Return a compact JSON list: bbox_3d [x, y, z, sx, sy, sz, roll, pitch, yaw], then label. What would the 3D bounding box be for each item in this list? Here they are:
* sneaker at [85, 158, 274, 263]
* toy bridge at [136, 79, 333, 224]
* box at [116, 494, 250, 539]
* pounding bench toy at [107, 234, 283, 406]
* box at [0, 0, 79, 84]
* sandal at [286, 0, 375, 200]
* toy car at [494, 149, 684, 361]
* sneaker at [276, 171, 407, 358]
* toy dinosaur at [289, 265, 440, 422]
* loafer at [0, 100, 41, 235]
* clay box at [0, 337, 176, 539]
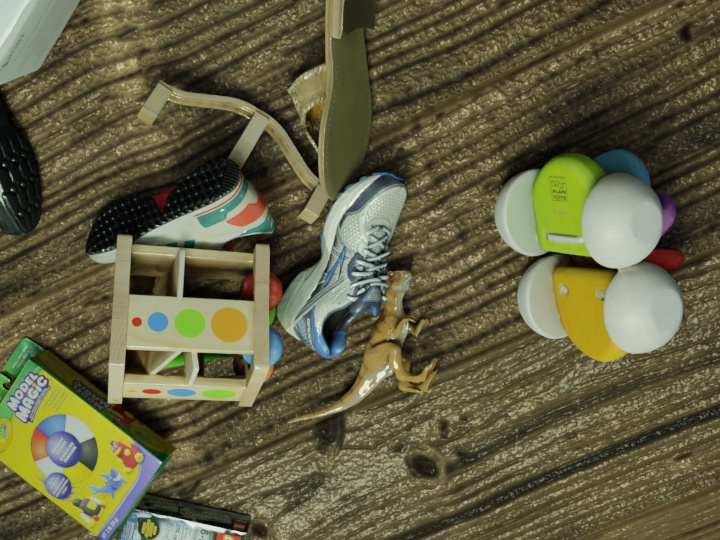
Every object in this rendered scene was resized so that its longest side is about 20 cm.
[{"bbox_3d":[-0.173,-0.034,1.031,0.199,0.070,0.093,-20,135,26],"label":"sneaker"},{"bbox_3d":[-0.108,-0.121,1.015,0.200,0.027,0.067,31,66,-11],"label":"toy bridge"},{"bbox_3d":[-0.208,0.351,1.178,0.137,0.040,0.200,12,107,-3],"label":"box"},{"bbox_3d":[-0.162,0.066,1.035,0.156,0.200,0.125,4,66,-13],"label":"pounding bench toy"},{"bbox_3d":[-0.333,-0.293,0.907,0.199,0.171,0.200,35,105,-9],"label":"box"},{"bbox_3d":[-0.034,-0.178,1.001,0.070,0.078,0.212,18,114,30],"label":"sandal"},{"bbox_3d":[0.234,-0.024,1.001,0.150,0.175,0.200,-26,108,-27],"label":"toy car"},{"bbox_3d":[0.000,0.000,1.027,0.077,0.085,0.200,5,123,-44],"label":"sneaker"},{"bbox_3d":[0.023,0.093,1.091,0.106,0.060,0.200,30,102,17],"label":"toy dinosaur"},{"bbox_3d":[-0.368,-0.126,1.021,0.070,0.068,0.201,-11,111,25],"label":"loafer"},{"bbox_3d":[-0.304,0.173,1.103,0.200,0.048,0.115,36,104,2],"label":"clay box"}]
